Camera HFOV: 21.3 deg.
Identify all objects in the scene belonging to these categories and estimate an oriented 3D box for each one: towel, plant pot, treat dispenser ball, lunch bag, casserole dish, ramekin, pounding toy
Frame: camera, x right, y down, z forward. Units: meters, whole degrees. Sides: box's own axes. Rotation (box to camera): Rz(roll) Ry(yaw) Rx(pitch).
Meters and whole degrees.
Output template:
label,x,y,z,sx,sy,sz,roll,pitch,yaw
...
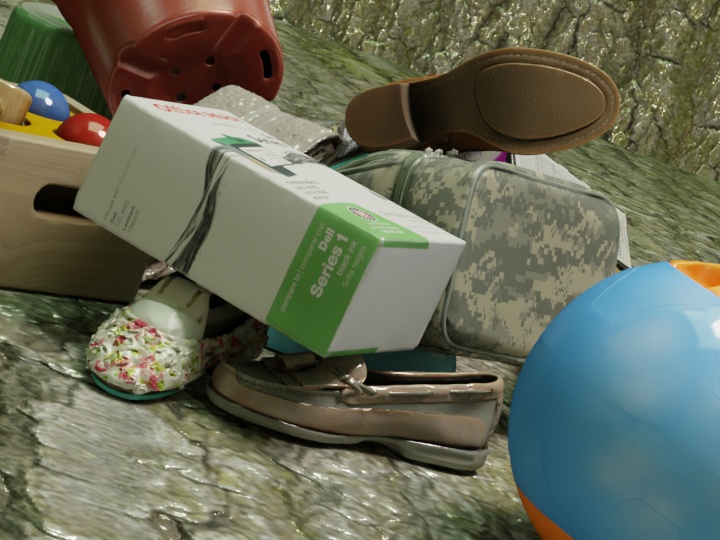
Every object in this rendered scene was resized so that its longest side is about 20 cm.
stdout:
label,x,y,z,sx,sy,sz,roll,pitch,yaw
towel,-0.127,-0.070,1.424,0.200,0.035,0.132,-36,45,-28
plant pot,-0.159,-0.218,1.597,0.200,0.201,0.196,13,40,-35
treat dispenser ball,0.184,0.095,1.092,0.200,0.202,0.201,20,12,-4
lunch bag,0.061,-0.010,1.347,0.167,0.140,0.200,7,-2,42
casserole dish,-0.010,0.042,1.387,0.199,0.039,0.121,20,12,-2
ramekin,-0.249,-0.175,1.778,0.199,0.098,0.200,20,12,-4
pounding toy,-0.237,-0.078,1.269,0.199,0.143,0.184,9,16,-45

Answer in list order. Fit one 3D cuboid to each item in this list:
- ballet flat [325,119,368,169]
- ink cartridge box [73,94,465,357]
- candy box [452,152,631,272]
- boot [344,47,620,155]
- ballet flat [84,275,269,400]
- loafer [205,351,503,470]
label,x,y,z,sx,sy,sz,roll,pitch,yaw
ballet flat,-0.070,-0.065,1.483,0.200,0.072,0.072,-22,25,-11
ink cartridge box,-0.056,-0.028,1.199,0.199,0.085,0.146,30,11,20
candy box,0.115,-0.037,1.547,0.136,0.061,0.200,-16,-27,29
boot,0.093,-0.112,1.395,0.199,0.077,0.155,-11,0,12
ballet flat,-0.111,0.031,1.199,0.075,0.064,0.200,25,13,13
loafer,0.000,0.074,1.201,0.199,0.063,0.072,15,14,-28
